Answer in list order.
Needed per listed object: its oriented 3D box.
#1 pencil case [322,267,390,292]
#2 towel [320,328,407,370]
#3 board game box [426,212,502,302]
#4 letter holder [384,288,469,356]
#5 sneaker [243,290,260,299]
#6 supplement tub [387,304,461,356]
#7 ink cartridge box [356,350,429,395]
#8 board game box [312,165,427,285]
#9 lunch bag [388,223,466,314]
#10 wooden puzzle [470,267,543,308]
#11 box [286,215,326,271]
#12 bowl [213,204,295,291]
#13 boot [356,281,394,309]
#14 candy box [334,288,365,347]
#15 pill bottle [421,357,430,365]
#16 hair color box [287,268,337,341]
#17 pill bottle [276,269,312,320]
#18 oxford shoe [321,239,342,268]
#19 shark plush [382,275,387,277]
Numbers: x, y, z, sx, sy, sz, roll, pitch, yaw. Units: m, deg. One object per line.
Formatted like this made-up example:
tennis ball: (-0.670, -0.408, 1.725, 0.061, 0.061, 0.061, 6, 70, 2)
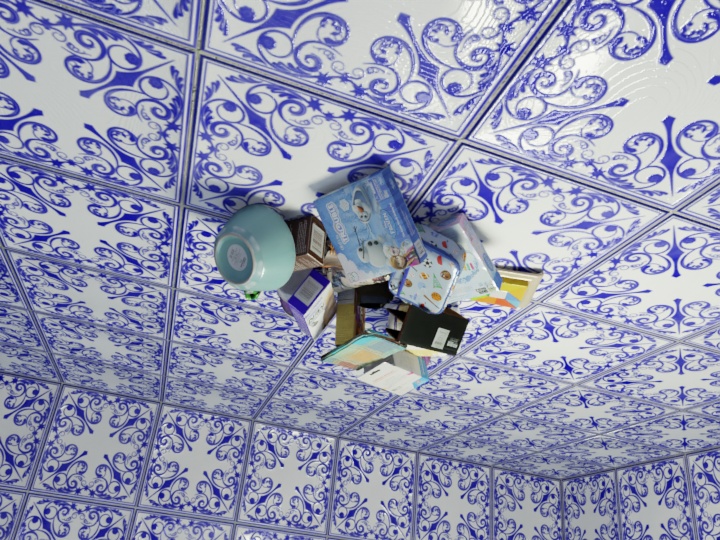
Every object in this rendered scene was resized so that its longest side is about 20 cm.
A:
pencil case: (0.000, 0.000, 1.537, 0.195, 0.081, 0.088, -14, 161, 35)
towel: (0.008, 0.209, 1.562, 0.144, 0.022, 0.198, 21, 141, -35)
board game box: (0.198, -0.018, 1.415, 0.196, 0.044, 0.201, -16, 122, 39)
letter holder: (0.155, 0.129, 1.572, 0.195, 0.103, 0.142, 17, -170, -32)
sneaker: (-0.282, 0.015, 1.625, 0.075, 0.088, 0.202, 7, 152, -1)
supplement tub: (0.185, 0.170, 1.740, 0.193, 0.150, 0.146, -2, 152, 16)
ink cartridge box: (0.086, 0.274, 1.693, 0.114, 0.070, 0.198, -33, 139, 29)
board game box: (0.018, -0.088, 1.280, 0.195, 0.043, 0.205, -16, 104, 39)
lunch bag: (0.142, 0.002, 1.368, 0.157, 0.076, 0.203, 26, 137, 8)
wooden puzzle: (0.362, 0.049, 1.588, 0.193, 0.038, 0.187, 5, 152, 4)
box: (-0.179, -0.053, 1.453, 0.194, 0.103, 0.075, -9, 153, 29)
bowl: (-0.254, -0.038, 1.373, 0.196, 0.207, 0.104, -11, -170, 31)
boot: (0.072, 0.069, 1.627, 0.194, 0.100, 0.075, 16, 152, -16)
candy box: (-0.025, 0.124, 1.641, 0.054, 0.206, 0.117, -4, 151, 15)
pill bottle: (0.158, 0.272, 1.884, 0.109, 0.116, 0.200, -5, -166, 22)
hair color box: (-0.118, 0.092, 1.559, 0.064, 0.110, 0.201, 35, 163, 16)
pill bottle: (-0.169, 0.062, 1.658, 0.107, 0.115, 0.202, 5, 152, 3)
oxford shoe: (-0.049, -0.041, 1.462, 0.194, 0.074, 0.073, -6, 168, 24)
shark plush: (0.031, -0.084, 1.361, 0.089, 0.083, 0.205, 13, 129, 35)
